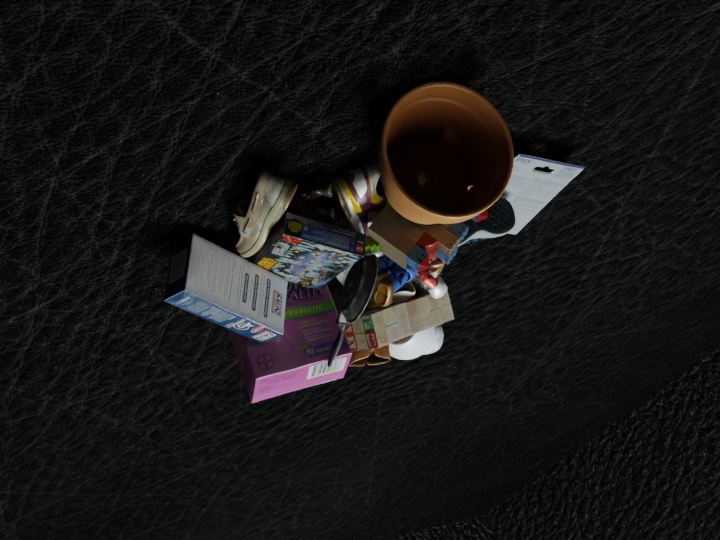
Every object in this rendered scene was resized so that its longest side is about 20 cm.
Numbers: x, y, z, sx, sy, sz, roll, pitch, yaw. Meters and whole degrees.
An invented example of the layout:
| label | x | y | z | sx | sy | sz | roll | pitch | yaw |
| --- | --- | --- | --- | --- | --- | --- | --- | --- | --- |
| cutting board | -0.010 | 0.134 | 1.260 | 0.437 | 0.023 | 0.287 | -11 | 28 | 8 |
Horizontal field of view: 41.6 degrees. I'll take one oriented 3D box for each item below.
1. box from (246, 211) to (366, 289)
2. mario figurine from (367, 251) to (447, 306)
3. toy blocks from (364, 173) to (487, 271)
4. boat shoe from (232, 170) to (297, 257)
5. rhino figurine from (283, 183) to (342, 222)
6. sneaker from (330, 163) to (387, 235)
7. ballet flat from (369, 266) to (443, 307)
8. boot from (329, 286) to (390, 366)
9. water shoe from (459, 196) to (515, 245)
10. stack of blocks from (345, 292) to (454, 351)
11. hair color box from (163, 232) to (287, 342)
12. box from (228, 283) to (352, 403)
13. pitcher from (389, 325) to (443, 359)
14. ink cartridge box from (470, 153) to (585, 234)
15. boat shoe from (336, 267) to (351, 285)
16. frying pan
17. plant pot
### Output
| label | x | y | z | sx | sy | sz | roll | pitch | yaw |
| --- | --- | --- | --- | --- | --- | --- | --- | --- | --- |
| box | -0.091 | -0.027 | 1.501 | 0.134 | 0.041 | 0.200 | 15 | 158 | -19 |
| mario figurine | 0.077 | 0.000 | 1.639 | 0.105 | 0.126 | 0.198 | -1 | -162 | 45 |
| toy blocks | 0.108 | -0.072 | 1.486 | 0.201 | 0.136 | 0.100 | -50 | 166 | -19 |
| boat shoe | -0.158 | -0.087 | 1.431 | 0.064 | 0.073 | 0.200 | 27 | 148 | -12 |
| rhino figurine | -0.071 | -0.071 | 1.522 | 0.085 | 0.061 | 0.201 | -5 | 155 | 8 |
| sneaker | 0.022 | -0.101 | 1.531 | 0.089 | 0.076 | 0.200 | -25 | 155 | 5 |
| ballet flat | 0.091 | 0.023 | 1.715 | 0.197 | 0.063 | 0.070 | -21 | 136 | -32 |
| boot | 0.034 | 0.100 | 1.811 | 0.196 | 0.157 | 0.074 | -12 | 153 | -20 |
| water shoe | 0.180 | -0.082 | 1.619 | 0.197 | 0.073 | 0.078 | -15 | -178 | -37 |
| stack of blocks | 0.060 | 0.090 | 1.714 | 0.197 | 0.060 | 0.114 | -16 | -178 | -40 |
| hair color box | -0.208 | 0.031 | 1.491 | 0.060 | 0.102 | 0.198 | -22 | 142 | 39 |
| box | -0.131 | 0.097 | 1.624 | 0.172 | 0.203 | 0.097 | -12 | 152 | -19 |
| pitcher | 0.076 | 0.130 | 1.965 | 0.168 | 0.124 | 0.200 | -12 | 167 | 12 |
| ink cartridge box | 0.271 | -0.145 | 1.686 | 0.197 | 0.041 | 0.200 | 4 | 142 | -42 |
| boat shoe | 0.000 | -0.001 | 1.697 | 0.070 | 0.071 | 0.201 | -24 | 151 | 9 |
| frying pan | -0.020 | 0.053 | 1.536 | 0.030 | 0.116 | 0.191 | 21 | 126 | -17 |
| plant pot | 0.111 | -0.154 | 1.395 | 0.196 | 0.204 | 0.140 | -15 | 169 | -16 |
